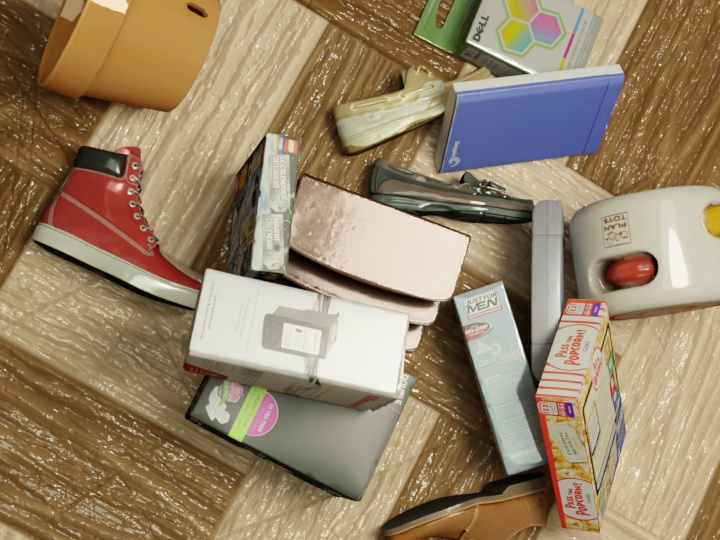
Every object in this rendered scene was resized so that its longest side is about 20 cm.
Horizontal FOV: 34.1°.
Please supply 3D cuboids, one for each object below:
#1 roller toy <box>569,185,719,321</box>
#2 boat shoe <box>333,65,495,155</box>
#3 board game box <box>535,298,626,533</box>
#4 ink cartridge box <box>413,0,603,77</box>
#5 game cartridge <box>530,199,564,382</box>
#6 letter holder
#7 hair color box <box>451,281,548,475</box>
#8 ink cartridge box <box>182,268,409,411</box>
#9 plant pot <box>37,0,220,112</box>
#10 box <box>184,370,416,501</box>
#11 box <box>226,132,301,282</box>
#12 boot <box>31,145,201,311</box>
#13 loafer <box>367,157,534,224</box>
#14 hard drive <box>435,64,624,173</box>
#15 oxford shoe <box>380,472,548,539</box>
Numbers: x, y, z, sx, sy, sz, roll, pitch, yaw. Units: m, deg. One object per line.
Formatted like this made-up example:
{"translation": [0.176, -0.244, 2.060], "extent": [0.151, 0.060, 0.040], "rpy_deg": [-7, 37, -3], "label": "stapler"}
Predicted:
{"translation": [0.331, -0.023, 1.323], "extent": [0.180, 0.200, 0.141], "rpy_deg": [-6, 83, -6], "label": "roller toy"}
{"translation": [0.062, -0.199, 1.352], "extent": [0.199, 0.074, 0.067], "rpy_deg": [-25, 93, -13], "label": "boat shoe"}
{"translation": [0.241, 0.156, 1.263], "extent": [0.046, 0.201, 0.152], "rpy_deg": [2, 39, 25], "label": "board game box"}
{"translation": [0.176, -0.288, 1.393], "extent": [0.198, 0.059, 0.105], "rpy_deg": [25, 79, -7], "label": "ink cartridge box"}
{"translation": [0.212, 0.028, 1.322], "extent": [0.041, 0.133, 0.202], "rpy_deg": [-1, 81, 16], "label": "game cartridge"}
{"translation": [0.000, 0.000, 1.301], "extent": [0.198, 0.101, 0.144], "rpy_deg": [20, 81, -8], "label": "letter holder"}
{"translation": [0.159, 0.118, 1.312], "extent": [0.060, 0.099, 0.202], "rpy_deg": [-17, 86, 2], "label": "hair color box"}
{"translation": [-0.064, 0.071, 1.129], "extent": [0.198, 0.145, 0.084], "rpy_deg": [13, 77, -8], "label": "ink cartridge box"}
{"translation": [-0.239, -0.261, 1.251], "extent": [0.139, 0.200, 0.202], "rpy_deg": [22, 78, -24], "label": "plant pot"}
{"translation": [-0.066, 0.137, 1.256], "extent": [0.199, 0.124, 0.150], "rpy_deg": [28, 78, -7], "label": "box"}
{"translation": [-0.105, -0.054, 1.235], "extent": [0.039, 0.200, 0.139], "rpy_deg": [7, 82, -13], "label": "box"}
{"translation": [-0.236, -0.052, 1.278], "extent": [0.199, 0.072, 0.145], "rpy_deg": [27, 77, -3], "label": "boot"}
{"translation": [0.107, -0.091, 1.348], "extent": [0.198, 0.072, 0.064], "rpy_deg": [5, 84, -8], "label": "loafer"}
{"translation": [0.191, -0.173, 1.348], "extent": [0.198, 0.132, 0.026], "rpy_deg": [-8, 56, -12], "label": "hard drive"}
{"translation": [0.121, 0.282, 1.304], "extent": [0.198, 0.071, 0.072], "rpy_deg": [-10, 90, -13], "label": "oxford shoe"}
